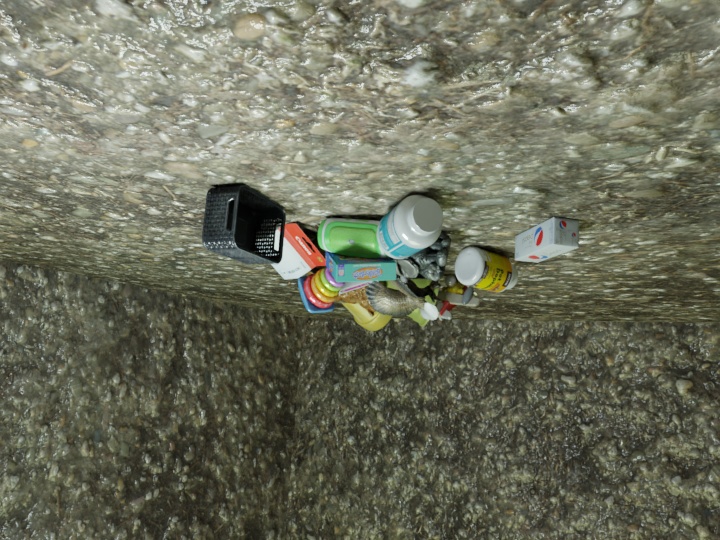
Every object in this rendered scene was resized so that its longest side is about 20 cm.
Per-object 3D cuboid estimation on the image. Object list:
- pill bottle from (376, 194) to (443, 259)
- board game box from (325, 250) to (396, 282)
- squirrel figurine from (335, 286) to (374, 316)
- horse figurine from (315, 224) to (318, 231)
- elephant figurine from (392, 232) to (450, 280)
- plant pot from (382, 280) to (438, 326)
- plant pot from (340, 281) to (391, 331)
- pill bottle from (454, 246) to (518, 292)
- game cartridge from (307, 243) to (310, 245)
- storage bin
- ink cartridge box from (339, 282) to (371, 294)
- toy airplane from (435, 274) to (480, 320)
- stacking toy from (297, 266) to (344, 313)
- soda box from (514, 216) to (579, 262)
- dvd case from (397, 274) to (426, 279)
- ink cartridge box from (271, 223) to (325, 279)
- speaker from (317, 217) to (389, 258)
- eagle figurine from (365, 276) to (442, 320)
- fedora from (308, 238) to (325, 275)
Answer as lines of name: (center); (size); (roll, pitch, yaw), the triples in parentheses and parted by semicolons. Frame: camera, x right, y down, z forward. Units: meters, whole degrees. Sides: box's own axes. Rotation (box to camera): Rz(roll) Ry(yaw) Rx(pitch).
pill bottle: (0.110, -0.096, 1.201); (0.107, 0.115, 0.200); (7, 170, -15)
board game box: (-0.004, -0.016, 1.391); (0.146, 0.047, 0.200); (-1, -168, -11)
squirrel figurine: (-0.010, 0.077, 1.874); (0.184, 0.144, 0.200); (34, 176, -3)
horse figurine: (-0.026, -0.084, 1.490); (0.195, 0.052, 0.131); (17, 155, -31)
elephant figurine: (0.134, -0.054, 1.453); (0.193, 0.160, 0.142); (13, -155, 8)
plant pot: (0.164, 0.075, 1.968); (0.178, 0.208, 0.200); (16, 169, -7)
plant pot: (0.016, 0.109, 2.195); (0.187, 0.207, 0.197); (32, 155, -36)
pill bottle: (0.376, 0.002, 1.627); (0.195, 0.114, 0.108); (12, 168, -37)
game cartridge: (-0.093, -0.049, 1.774); (0.193, 0.043, 0.133); (7, 165, -16)
storage bin: (-0.262, -0.099, 1.267); (0.090, 0.141, 0.199); (0, 169, 23)
ink cartridge box: (0.000, 0.000, 1.692); (0.195, 0.098, 0.037); (-19, 153, 30)
toy airplane: (0.329, 0.090, 2.052); (0.192, 0.146, 0.200); (-9, -157, 0)
stacking toy: (-0.082, 0.024, 1.562); (0.107, 0.119, 0.200); (-3, 151, -41)
soda box: (0.446, -0.070, 1.337); (0.065, 0.066, 0.200); (6, 170, -9)
dvd case: (0.171, -0.001, 1.763); (0.138, 0.018, 0.199); (0, -168, 21)
ink cartridge box: (-0.199, -0.049, 1.556); (0.196, 0.048, 0.161); (-4, 132, 49)
speaker: (-0.006, -0.082, 1.364); (0.193, 0.092, 0.088); (6, 172, 24)
eagle figurine: (0.127, 0.060, 1.572); (0.194, 0.158, 0.150); (-4, -165, -27)
fedora: (-0.099, -0.038, 1.644); (0.193, 0.084, 0.202); (13, 154, 6)
